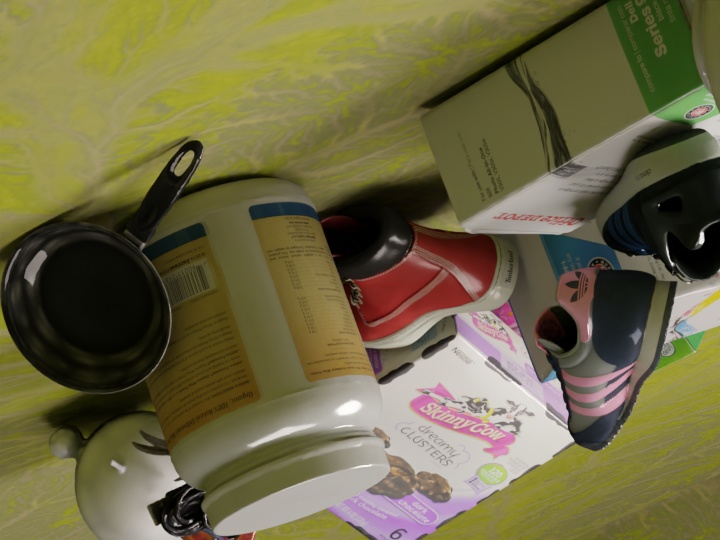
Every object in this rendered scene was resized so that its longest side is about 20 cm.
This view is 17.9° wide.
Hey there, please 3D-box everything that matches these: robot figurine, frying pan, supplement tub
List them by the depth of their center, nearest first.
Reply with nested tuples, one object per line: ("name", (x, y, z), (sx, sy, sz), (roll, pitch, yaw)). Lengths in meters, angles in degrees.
("frying pan", (-0.162, -0.012, 1.414), (0.114, 0.191, 0.031), (17, -156, 10))
("supplement tub", (-0.070, 0.057, 1.483), (0.144, 0.201, 0.145), (-18, 165, -5))
("robot figurine", (-0.179, 0.174, 1.882), (0.169, 0.113, 0.200), (25, 175, -5))

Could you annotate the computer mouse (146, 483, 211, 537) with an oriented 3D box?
("computer mouse", (-0.108, 0.083, 1.647), (0.138, 0.201, 0.053), (-23, -152, -24))

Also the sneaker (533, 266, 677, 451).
("sneaker", (0.151, 0.054, 1.523), (0.082, 0.070, 0.200), (15, 148, 0))

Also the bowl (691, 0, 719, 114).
("bowl", (0.253, -0.141, 1.309), (0.090, 0.202, 0.201), (10, -172, 40))

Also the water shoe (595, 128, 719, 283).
("water shoe", (0.196, -0.024, 1.451), (0.071, 0.079, 0.200), (-20, 166, -2))

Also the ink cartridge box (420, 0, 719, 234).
("ink cartridge box", (0.159, -0.102, 1.447), (0.200, 0.084, 0.146), (-29, 163, 30))

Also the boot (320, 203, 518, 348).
("boot", (0.000, 0.000, 1.659), (0.144, 0.073, 0.200), (15, 159, -30))

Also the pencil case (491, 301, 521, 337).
("pencil case", (0.108, 0.023, 1.826), (0.199, 0.088, 0.087), (-25, 165, 21))

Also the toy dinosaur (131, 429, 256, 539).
("toy dinosaur", (-0.097, 0.119, 1.708), (0.200, 0.182, 0.105), (-29, 163, 28))

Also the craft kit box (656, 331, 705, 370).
("craft kit box", (0.223, 0.049, 1.989), (0.197, 0.049, 0.200), (-32, -169, 32))

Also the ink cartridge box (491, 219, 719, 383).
("ink cartridge box", (0.208, -0.031, 1.647), (0.199, 0.147, 0.146), (-16, 165, -12))

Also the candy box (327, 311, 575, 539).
("candy box", (0.046, 0.116, 1.801), (0.200, 0.072, 0.168), (-34, 127, 23))
